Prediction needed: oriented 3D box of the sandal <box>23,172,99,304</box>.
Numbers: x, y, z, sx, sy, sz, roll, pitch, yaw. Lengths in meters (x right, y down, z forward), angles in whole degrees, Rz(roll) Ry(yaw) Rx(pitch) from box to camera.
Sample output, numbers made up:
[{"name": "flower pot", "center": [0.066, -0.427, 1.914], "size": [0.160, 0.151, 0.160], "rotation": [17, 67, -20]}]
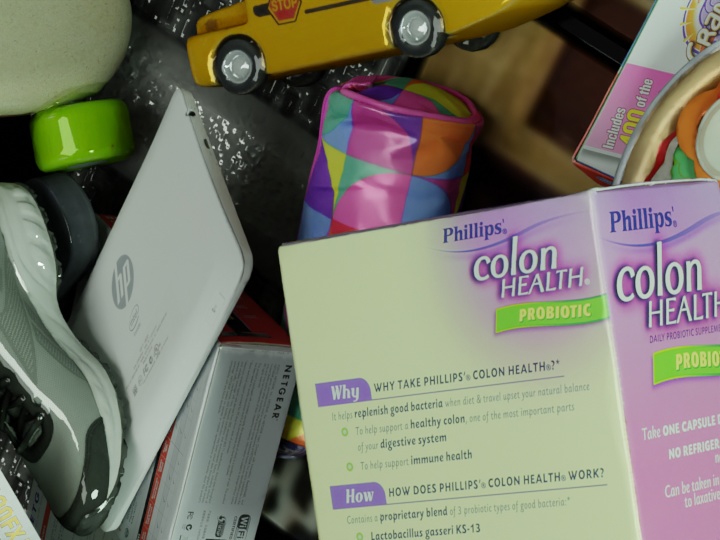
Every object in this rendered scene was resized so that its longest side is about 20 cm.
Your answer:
[{"name": "sandal", "center": [-0.201, 0.015, 1.479], "size": [0.076, 0.043, 0.200], "rotation": [57, 142, 23]}]

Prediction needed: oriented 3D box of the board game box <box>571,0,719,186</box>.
[{"name": "board game box", "center": [0.216, -0.073, 1.204], "size": [0.199, 0.040, 0.154], "rotation": [27, 87, 28]}]

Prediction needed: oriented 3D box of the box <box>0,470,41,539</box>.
[{"name": "box", "center": [-0.205, 0.119, 1.373], "size": [0.048, 0.158, 0.201], "rotation": [-30, 82, -12]}]

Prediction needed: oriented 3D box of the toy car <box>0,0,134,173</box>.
[{"name": "toy car", "center": [-0.229, -0.123, 1.478], "size": [0.200, 0.157, 0.165], "rotation": [-13, 87, 61]}]

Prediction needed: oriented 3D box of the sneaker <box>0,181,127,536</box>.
[{"name": "sneaker", "center": [-0.180, 0.049, 1.374], "size": [0.074, 0.079, 0.201], "rotation": [-51, 58, 45]}]

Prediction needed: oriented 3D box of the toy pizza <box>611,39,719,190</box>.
[{"name": "toy pizza", "center": [0.194, -0.016, 1.154], "size": [0.199, 0.032, 0.202], "rotation": [-4, 82, 27]}]

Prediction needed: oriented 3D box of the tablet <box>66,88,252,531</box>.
[{"name": "tablet", "center": [-0.110, 0.021, 1.361], "size": [0.200, 0.014, 0.131], "rotation": [-60, 37, 36]}]

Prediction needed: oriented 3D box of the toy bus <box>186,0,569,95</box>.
[{"name": "toy bus", "center": [0.006, -0.140, 1.344], "size": [0.199, 0.065, 0.079], "rotation": [-9, 92, 32]}]

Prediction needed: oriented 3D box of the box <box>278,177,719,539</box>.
[{"name": "box", "center": [0.071, 0.072, 1.158], "size": [0.175, 0.096, 0.201], "rotation": [-10, 88, 41]}]

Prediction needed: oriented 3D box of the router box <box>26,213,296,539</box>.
[{"name": "router box", "center": [-0.109, 0.094, 1.411], "size": [0.179, 0.049, 0.201], "rotation": [42, 122, 55]}]

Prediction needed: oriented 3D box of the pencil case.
[{"name": "pencil case", "center": [0.000, 0.000, 1.359], "size": [0.088, 0.088, 0.201], "rotation": [23, 107, 26]}]
